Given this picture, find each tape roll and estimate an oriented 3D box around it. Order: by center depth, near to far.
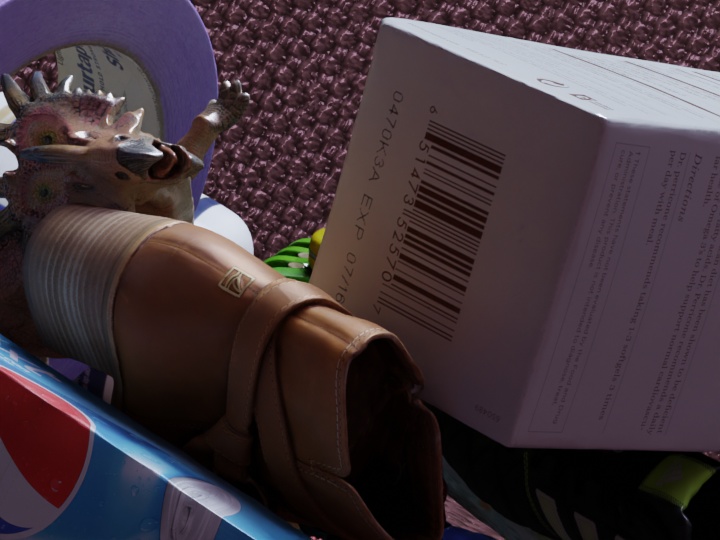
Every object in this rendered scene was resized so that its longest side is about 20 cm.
[{"bbox_3d":[-0.147,-0.040,1.145,0.066,0.201,0.200,31,3,31],"label":"tape roll"}]

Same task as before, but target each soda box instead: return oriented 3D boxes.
[{"bbox_3d":[-0.100,0.074,0.938,0.200,0.064,0.068,29,2,29],"label":"soda box"}]

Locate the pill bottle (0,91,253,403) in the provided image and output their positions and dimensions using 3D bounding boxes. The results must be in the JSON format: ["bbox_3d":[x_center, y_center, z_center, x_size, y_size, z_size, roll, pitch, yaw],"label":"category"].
[{"bbox_3d":[-0.122,0.006,1.444,0.199,0.120,0.120,30,3,11],"label":"pill bottle"}]

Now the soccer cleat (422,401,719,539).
[{"bbox_3d":[0.101,0.079,1.042,0.200,0.068,0.081,38,-22,20],"label":"soccer cleat"}]

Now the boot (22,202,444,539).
[{"bbox_3d":[-0.028,0.070,0.992,0.154,0.074,0.200,20,-31,38],"label":"boot"}]

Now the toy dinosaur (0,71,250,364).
[{"bbox_3d":[-0.113,-0.007,1.082,0.135,0.200,0.086,3,49,-44],"label":"toy dinosaur"}]

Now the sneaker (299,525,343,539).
[{"bbox_3d":[-0.007,0.090,1.245,0.079,0.075,0.200,41,-4,40],"label":"sneaker"}]

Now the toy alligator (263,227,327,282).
[{"bbox_3d":[0.000,0.000,1.106,0.054,0.060,0.200,13,21,18],"label":"toy alligator"}]

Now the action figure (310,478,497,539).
[{"bbox_3d":[0.020,0.105,1.109,0.099,0.065,0.200,38,-3,-32],"label":"action figure"}]

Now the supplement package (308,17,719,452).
[{"bbox_3d":[0.097,-0.009,1.017,0.199,0.118,0.117,5,16,-44],"label":"supplement package"}]

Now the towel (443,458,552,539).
[{"bbox_3d":[0.069,0.087,1.194,0.200,0.048,0.171,39,-9,27],"label":"towel"}]
